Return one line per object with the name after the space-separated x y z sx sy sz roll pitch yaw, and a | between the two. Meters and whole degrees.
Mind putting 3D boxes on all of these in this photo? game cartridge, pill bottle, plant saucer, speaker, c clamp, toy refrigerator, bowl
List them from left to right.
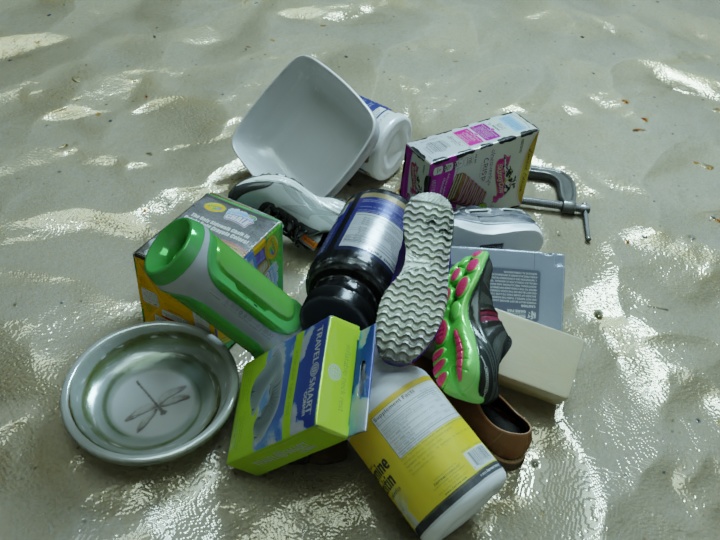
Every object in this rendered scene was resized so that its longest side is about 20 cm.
-0.237 0.146 0.952 0.197 0.051 0.201 2 44 -2 | plant saucer
-0.143 0.028 0.928 0.088 0.200 0.089 -27 41 26 | speaker
-0.075 -0.199 1.271 0.200 0.200 0.074 47 12 22 | bowl
-0.025 -0.234 1.355 0.199 0.112 0.111 28 46 23 | pill bottle
0.000 0.000 0.991 0.111 0.113 0.201 15 42 11 | pill bottle
0.052 0.174 0.877 0.111 0.112 0.200 -26 65 -31 | pill bottle
0.161 0.038 1.073 0.197 0.042 0.135 4 86 3 | game cartridge
0.161 0.092 1.014 0.198 0.070 0.077 19 76 5 | toy refrigerator
0.272 -0.126 1.329 0.198 0.027 0.172 12 42 6 | c clamp

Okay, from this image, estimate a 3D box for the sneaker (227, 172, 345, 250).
-0.091 -0.075 1.173 0.198 0.074 0.080 18 50 -15 | sneaker

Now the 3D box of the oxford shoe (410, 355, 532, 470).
0.115 0.143 0.965 0.199 0.072 0.071 32 48 18 | oxford shoe

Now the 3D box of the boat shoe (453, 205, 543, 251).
0.152 -0.057 1.146 0.198 0.072 0.068 -4 44 -13 | boat shoe

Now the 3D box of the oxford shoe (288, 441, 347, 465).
-0.039 0.139 0.977 0.083 0.073 0.202 6 51 -9 | oxford shoe

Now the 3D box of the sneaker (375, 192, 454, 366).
0.066 0.023 0.916 0.069 0.100 0.202 12 63 10 | sneaker

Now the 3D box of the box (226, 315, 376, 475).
-0.065 0.131 0.869 0.047 0.199 0.123 25 53 -28 | box

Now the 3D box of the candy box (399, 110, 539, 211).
0.152 -0.134 1.184 0.198 0.137 0.061 -22 47 -28 | candy box

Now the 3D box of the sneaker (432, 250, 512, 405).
0.127 0.066 0.948 0.084 0.076 0.202 36 47 -30 | sneaker

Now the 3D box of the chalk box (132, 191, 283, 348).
-0.178 -0.008 1.081 0.123 0.125 0.200 23 44 21 | chalk box
